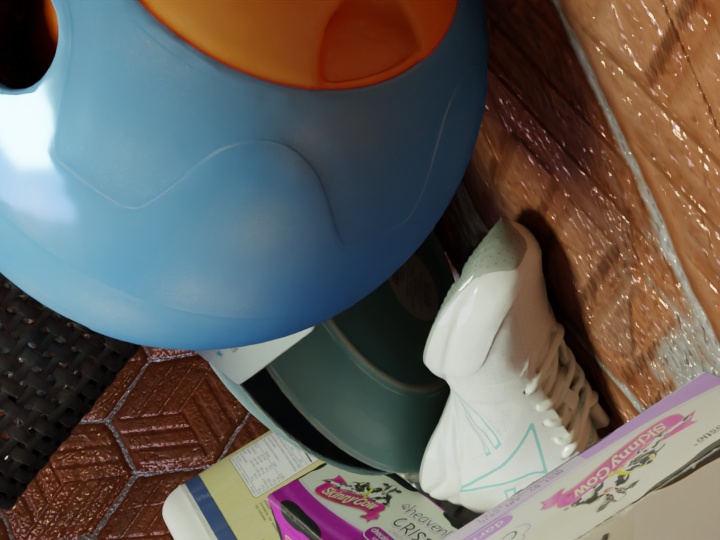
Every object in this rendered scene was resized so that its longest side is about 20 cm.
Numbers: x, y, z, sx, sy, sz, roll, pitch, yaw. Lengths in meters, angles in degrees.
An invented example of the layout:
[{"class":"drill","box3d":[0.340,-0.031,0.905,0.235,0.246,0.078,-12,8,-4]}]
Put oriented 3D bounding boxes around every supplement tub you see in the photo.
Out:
[{"class":"supplement tub","box3d":[-0.001,0.147,1.125,0.145,0.199,0.144,58,172,13]}]

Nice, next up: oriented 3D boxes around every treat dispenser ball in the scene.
[{"class":"treat dispenser ball","box3d":[-0.055,-0.074,0.651,0.202,0.200,0.201,58,172,13]}]

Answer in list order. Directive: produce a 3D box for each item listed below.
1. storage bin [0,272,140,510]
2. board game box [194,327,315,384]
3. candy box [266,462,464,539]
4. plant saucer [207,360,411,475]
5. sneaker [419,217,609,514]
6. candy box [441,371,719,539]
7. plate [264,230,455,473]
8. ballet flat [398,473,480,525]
[{"class":"storage bin","box3d":[-0.193,-0.007,0.729,0.135,0.094,0.200,40,-179,42]},{"class":"board game box","box3d":[-0.085,-0.073,0.809,0.200,0.148,0.064,40,135,-13]},{"class":"candy box","box3d":[0.033,0.203,0.935,0.136,0.061,0.201,31,142,54]},{"class":"plant saucer","box3d":[-0.036,0.011,0.917,0.201,0.039,0.202,37,-141,-37]},{"class":"sneaker","box3d":[0.074,0.050,0.838,0.080,0.071,0.201,25,150,19]},{"class":"candy box","box3d":[0.104,0.163,0.629,0.201,0.167,0.072,61,173,-11]},{"class":"plate","box3d":[0.000,0.000,0.918,0.200,0.025,0.201,37,-143,-35]},{"class":"ballet flat","box3d":[0.083,0.163,0.967,0.200,0.072,0.072,55,171,20]}]
